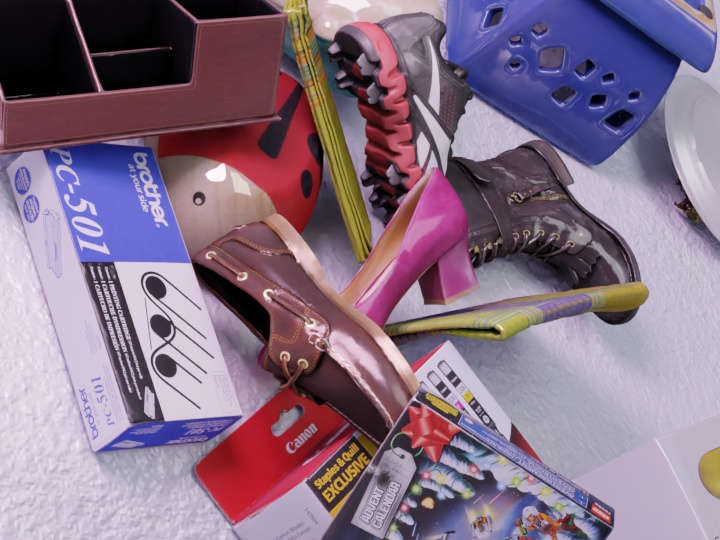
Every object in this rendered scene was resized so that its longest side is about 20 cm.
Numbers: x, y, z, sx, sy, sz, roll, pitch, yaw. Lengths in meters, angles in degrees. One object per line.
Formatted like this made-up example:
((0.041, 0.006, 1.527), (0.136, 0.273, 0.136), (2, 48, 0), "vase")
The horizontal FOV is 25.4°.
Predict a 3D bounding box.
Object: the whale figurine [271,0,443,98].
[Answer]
((-0.037, -0.199, 1.271), (0.200, 0.104, 0.159), (11, 29, -15), "whale figurine")

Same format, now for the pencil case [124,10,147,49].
((-0.141, -0.220, 1.139), (0.091, 0.094, 0.200), (25, 53, 11), "pencil case")

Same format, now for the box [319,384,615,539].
((0.038, 0.187, 0.942), (0.137, 0.200, 0.040), (33, 13, 4), "box")

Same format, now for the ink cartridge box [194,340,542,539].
((0.014, 0.139, 1.067), (0.176, 0.084, 0.200), (52, 39, -2), "ink cartridge box")

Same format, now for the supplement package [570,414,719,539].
((0.251, 0.203, 1.206), (0.200, 0.151, 0.152), (-9, 70, -48), "supplement package")

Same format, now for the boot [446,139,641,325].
((0.129, -0.023, 1.328), (0.174, 0.069, 0.200), (-17, 68, -47), "boot")

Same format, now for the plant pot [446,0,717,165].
((0.210, -0.249, 1.478), (0.200, 0.180, 0.200), (30, 44, -29), "plant pot")

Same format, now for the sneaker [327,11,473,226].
((0.045, -0.109, 1.218), (0.098, 0.071, 0.200), (-29, 125, -21), "sneaker")

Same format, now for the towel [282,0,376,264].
((-0.020, -0.109, 1.174), (0.086, 0.018, 0.200), (-84, 160, -66), "towel")

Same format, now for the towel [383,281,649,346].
((0.112, 0.035, 1.204), (0.200, 0.144, 0.023), (-10, 92, -49), "towel")

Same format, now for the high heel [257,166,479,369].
((0.000, 0.000, 1.129), (0.200, 0.067, 0.096), (-23, 101, -29), "high heel")

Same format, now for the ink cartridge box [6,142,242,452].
((-0.151, 0.014, 1.022), (0.094, 0.044, 0.200), (1, 61, -47), "ink cartridge box")

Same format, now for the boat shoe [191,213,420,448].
((-0.034, 0.047, 1.020), (0.070, 0.070, 0.200), (-24, 52, -27), "boat shoe")

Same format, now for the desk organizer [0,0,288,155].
((-0.151, -0.135, 1.034), (0.200, 0.077, 0.072), (-10, 35, -31), "desk organizer")

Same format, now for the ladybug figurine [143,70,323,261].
((-0.081, -0.081, 1.142), (0.136, 0.072, 0.200), (38, 41, -19), "ladybug figurine")

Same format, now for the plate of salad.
((0.357, -0.104, 1.626), (0.200, 0.048, 0.200), (27, 51, -40), "plate of salad")
